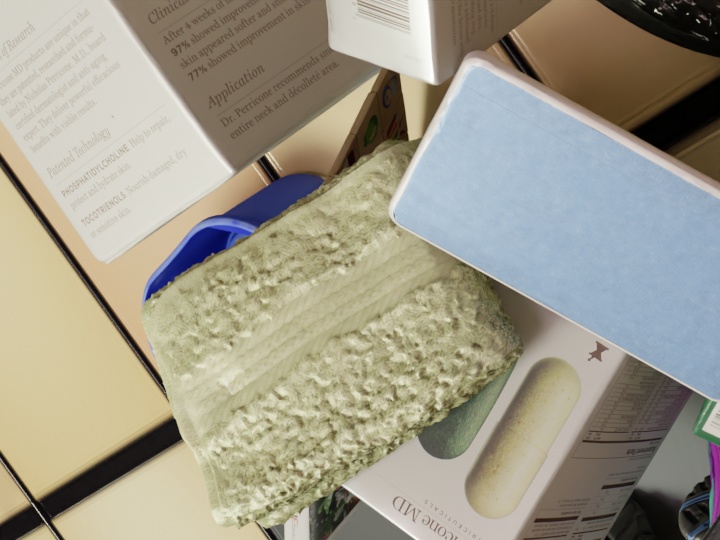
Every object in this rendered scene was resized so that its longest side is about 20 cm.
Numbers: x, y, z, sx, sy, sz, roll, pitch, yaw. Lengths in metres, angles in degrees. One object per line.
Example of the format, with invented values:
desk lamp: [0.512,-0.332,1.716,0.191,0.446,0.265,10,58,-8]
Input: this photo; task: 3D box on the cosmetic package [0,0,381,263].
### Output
cosmetic package: [-0.116,-0.147,1.580,0.200,0.167,0.166,56,143,-3]

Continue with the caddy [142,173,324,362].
caddy: [-0.061,0.032,1.712,0.141,0.105,0.200,49,142,3]

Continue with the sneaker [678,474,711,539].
sneaker: [0.276,0.162,1.511,0.199,0.076,0.077,13,145,43]

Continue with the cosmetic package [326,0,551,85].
cosmetic package: [0.067,-0.186,1.331,0.071,0.200,0.102,22,133,33]

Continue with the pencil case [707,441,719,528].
pencil case: [0.216,0.146,1.438,0.092,0.201,0.085,18,140,-5]

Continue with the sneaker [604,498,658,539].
sneaker: [0.177,0.202,1.586,0.082,0.073,0.200,58,-177,-21]

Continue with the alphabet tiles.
alphabet tiles: [0.000,0.000,1.573,0.008,0.168,0.200,12,143,17]

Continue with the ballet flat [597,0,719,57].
ballet flat: [0.180,-0.142,1.386,0.200,0.057,0.066,25,177,33]

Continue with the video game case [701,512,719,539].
video game case: [0.261,0.135,1.376,0.142,0.200,0.019,25,143,23]

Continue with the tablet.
tablet: [0.119,-0.019,1.316,0.199,0.014,0.130,29,138,1]

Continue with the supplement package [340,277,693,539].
supplement package: [0.087,0.046,1.465,0.152,0.151,0.201,34,102,22]

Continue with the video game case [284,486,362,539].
video game case: [0.014,0.042,1.567,0.023,0.200,0.182,20,133,24]

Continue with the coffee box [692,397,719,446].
coffee box: [0.235,-0.005,1.364,0.044,0.123,0.200,26,137,5]

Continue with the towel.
towel: [-0.020,0.035,1.414,0.200,0.036,0.149,-32,73,22]
